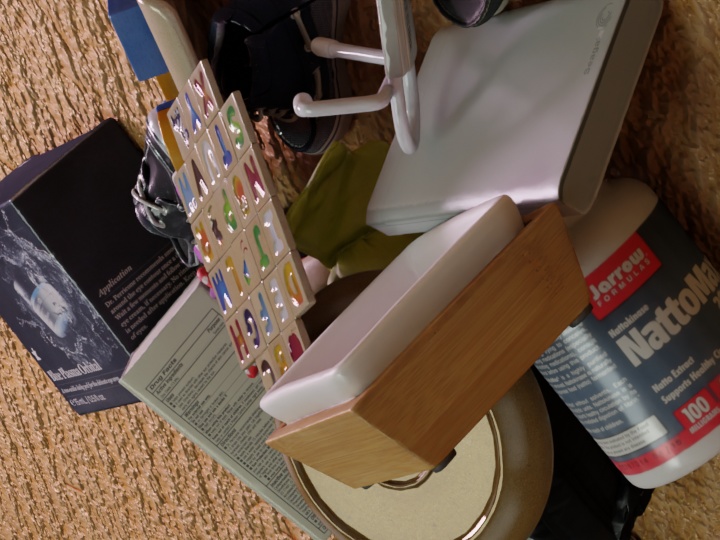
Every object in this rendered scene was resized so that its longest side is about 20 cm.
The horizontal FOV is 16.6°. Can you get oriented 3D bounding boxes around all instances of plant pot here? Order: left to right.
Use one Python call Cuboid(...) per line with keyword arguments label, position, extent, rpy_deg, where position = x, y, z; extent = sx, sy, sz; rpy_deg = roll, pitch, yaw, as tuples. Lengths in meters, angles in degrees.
Cuboid(label="plant pot", position=(0.024, 0.099, 1.500), extent=(0.199, 0.027, 0.202), rpy_deg=(11, 112, 29))

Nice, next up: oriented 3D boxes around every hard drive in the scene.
Cuboid(label="hard drive", position=(0.083, -0.088, 1.385), extent=(0.026, 0.133, 0.200), rpy_deg=(28, 164, -26))

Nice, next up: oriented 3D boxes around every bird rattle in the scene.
Cuboid(label="bird rattle", position=(0.000, 0.000, 1.598), extent=(0.113, 0.162, 0.200), rpy_deg=(63, 149, 15))

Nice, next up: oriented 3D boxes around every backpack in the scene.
Cuboid(label="backpack", position=(0.107, 0.100, 1.611), extent=(0.200, 0.167, 0.126), rpy_deg=(49, 166, -28))

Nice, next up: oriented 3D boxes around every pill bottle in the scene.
Cuboid(label="pill bottle", position=(0.146, 0.016, 1.443), extent=(0.200, 0.120, 0.119), rpy_deg=(50, 155, -7))

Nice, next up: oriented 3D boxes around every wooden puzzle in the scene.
Cuboid(label="wooden puzzle", position=(-0.126, -0.144, 1.624), extent=(0.200, 0.046, 0.186), rpy_deg=(-109, -3, -54))

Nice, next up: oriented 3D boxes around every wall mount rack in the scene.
Cuboid(label="wall mount rack", position=(-0.010, -0.169, 1.406), extent=(0.174, 0.074, 0.202), rpy_deg=(-72, -24, -71))

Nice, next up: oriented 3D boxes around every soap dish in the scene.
Cuboid(label="soap dish", position=(0.035, 0.044, 1.346), extent=(0.081, 0.157, 0.200), rpy_deg=(46, 163, -4))

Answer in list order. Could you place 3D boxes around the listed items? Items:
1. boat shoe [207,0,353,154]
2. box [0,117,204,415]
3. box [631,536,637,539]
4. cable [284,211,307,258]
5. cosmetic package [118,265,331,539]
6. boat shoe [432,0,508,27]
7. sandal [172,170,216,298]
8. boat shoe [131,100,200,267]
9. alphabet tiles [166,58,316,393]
Cuboid(label="boat shoe", position=(-0.058, -0.125, 1.592), extent=(0.075, 0.093, 0.201), rpy_deg=(36, 152, 22))
Cuboid(label="box", position=(-0.216, 0.002, 1.998), extent=(0.200, 0.117, 0.196), rpy_deg=(53, 154, -10))
Cuboid(label="box", position=(0.151, 0.317, 1.776), extent=(0.164, 0.200, 0.166), rpy_deg=(44, 154, 7))
Cuboid(label="cable", position=(-0.008, 0.029, 1.801), extent=(0.200, 0.051, 0.163), rpy_deg=(15, 148, 55))
Cuboid(label="cosmetic package", position=(-0.073, 0.099, 1.863), extent=(0.200, 0.103, 0.087), rpy_deg=(41, -170, -8))
Cuboid(label="boat shoe", position=(0.047, -0.202, 1.350), extent=(0.072, 0.068, 0.201), rpy_deg=(33, 153, 23))
Cuboid(label="sandal", position=(-0.080, 0.006, 1.725), extent=(0.082, 0.050, 0.203), rpy_deg=(22, 157, 39))
Cuboid(label="boat shoe", position=(-0.132, -0.055, 1.777), extent=(0.072, 0.068, 0.200), rpy_deg=(57, 176, 20))
Cuboid(label="alphabet tiles", position=(-0.073, -0.020, 1.497), extent=(0.201, 0.006, 0.166), rpy_deg=(70, 159, 9))
